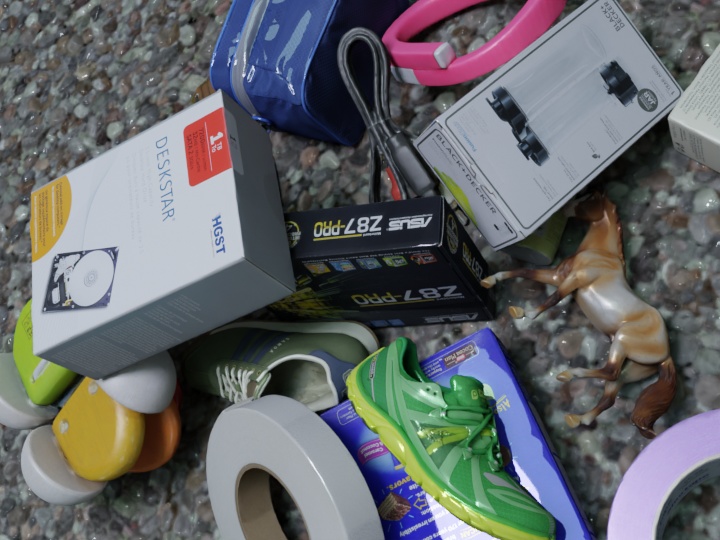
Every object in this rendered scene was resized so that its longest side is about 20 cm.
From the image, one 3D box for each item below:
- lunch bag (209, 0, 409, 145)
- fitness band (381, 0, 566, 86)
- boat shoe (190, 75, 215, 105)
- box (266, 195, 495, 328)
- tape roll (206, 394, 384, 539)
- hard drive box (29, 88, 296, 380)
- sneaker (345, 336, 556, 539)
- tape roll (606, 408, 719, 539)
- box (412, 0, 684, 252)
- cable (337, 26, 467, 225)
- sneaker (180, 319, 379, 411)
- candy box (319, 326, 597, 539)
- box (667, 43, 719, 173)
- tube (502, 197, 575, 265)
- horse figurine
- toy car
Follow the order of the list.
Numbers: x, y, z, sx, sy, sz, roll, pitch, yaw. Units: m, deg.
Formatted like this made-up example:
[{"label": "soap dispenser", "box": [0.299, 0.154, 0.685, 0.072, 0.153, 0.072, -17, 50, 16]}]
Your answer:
[{"label": "lunch bag", "box": [-0.057, -0.220, 0.912, 0.131, 0.136, 0.202, 19, 83, 28]}, {"label": "fitness band", "box": [0.097, -0.225, 0.845, 0.144, 0.038, 0.200, -43, 28, -11]}, {"label": "boat shoe", "box": [-0.132, -0.113, 0.953, 0.068, 0.072, 0.202, -22, 56, 21]}, {"label": "box", "box": [0.000, 0.000, 0.800, 0.198, 0.161, 0.050, -5, 66, 21]}, {"label": "tape roll", "box": [-0.058, 0.201, 0.763, 0.202, 0.037, 0.205, 24, 122, 44]}, {"label": "hard drive box", "box": [-0.162, -0.025, 0.749, 0.199, 0.077, 0.157, -24, 59, 18]}, {"label": "sneaker", "box": [0.070, 0.122, 0.693, 0.084, 0.074, 0.200, -49, 61, 4]}, {"label": "tape roll", "box": [0.277, 0.201, 0.657, 0.198, 0.066, 0.202, -8, 66, 18]}, {"label": "box", "box": [0.154, -0.123, 0.764, 0.200, 0.060, 0.117, -40, 93, -18]}, {"label": "cable", "box": [0.028, -0.119, 0.859, 0.097, 0.050, 0.201, -32, 85, 24]}, {"label": "sneaker", "box": [-0.087, 0.093, 0.839, 0.198, 0.090, 0.068, -7, 115, 21]}, {"label": "candy box", "box": [0.079, 0.177, 0.756, 0.168, 0.077, 0.201, -28, 63, 12]}, {"label": "box", "box": [0.348, -0.094, 0.731, 0.200, 0.068, 0.082, 37, 90, 28]}, {"label": "tube", "box": [0.175, -0.106, 0.822, 0.052, 0.058, 0.202, 14, 80, 34]}, {"label": "horse figurine", "box": [0.191, 0.039, 0.749, 0.132, 0.050, 0.201, -24, 68, -18]}, {"label": "toy car", "box": [-0.241, 0.105, 0.880, 0.175, 0.150, 0.200, -49, 64, 18]}]
